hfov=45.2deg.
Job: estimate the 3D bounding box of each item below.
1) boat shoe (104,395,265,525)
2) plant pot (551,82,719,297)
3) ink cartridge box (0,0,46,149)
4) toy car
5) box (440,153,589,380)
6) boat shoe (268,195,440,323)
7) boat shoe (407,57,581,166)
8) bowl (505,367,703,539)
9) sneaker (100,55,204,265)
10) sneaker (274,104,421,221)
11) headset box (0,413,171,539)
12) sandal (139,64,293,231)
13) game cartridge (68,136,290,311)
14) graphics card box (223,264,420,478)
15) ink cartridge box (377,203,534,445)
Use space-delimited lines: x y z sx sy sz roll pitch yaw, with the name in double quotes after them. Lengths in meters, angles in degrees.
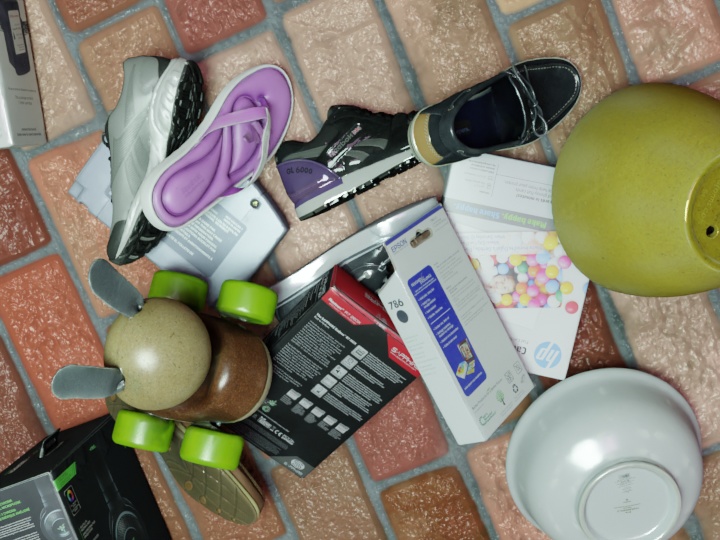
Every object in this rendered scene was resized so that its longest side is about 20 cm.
-0.166 0.171 0.879 0.200 0.068 0.072 44 132 1 "boat shoe"
0.287 -0.060 0.753 0.198 0.142 0.202 -3 103 -11 "plant pot"
-0.400 -0.213 0.830 0.144 0.084 0.202 -6 99 4 "ink cartridge box"
-0.182 0.070 0.736 0.157 0.200 0.166 6 77 27 "toy car"
0.145 -0.008 0.848 0.155 0.041 0.202 12 101 2 "box"
0.000 0.000 0.844 0.199 0.072 0.068 -31 94 11 "boat shoe"
0.134 -0.144 0.778 0.199 0.062 0.075 -24 101 -28 "boat shoe"
0.246 0.204 0.832 0.199 0.090 0.203 -1 110 -2 "bowl"
-0.207 -0.104 0.813 0.079 0.074 0.202 15 94 11 "sneaker"
0.010 -0.129 0.824 0.199 0.076 0.088 -26 90 8 "sneaker"
-0.275 0.255 0.852 0.092 0.174 0.201 -20 96 8 "headset box"
-0.117 -0.110 0.800 0.203 0.050 0.083 -54 130 -24 "sandal"
-0.175 -0.067 0.864 0.200 0.042 0.133 39 95 -3 "game cartridge"
-0.040 0.102 0.837 0.125 0.051 0.200 37 115 -16 "graphics card box"
0.082 0.048 0.793 0.039 0.099 0.201 -20 99 46 "ink cartridge box"
